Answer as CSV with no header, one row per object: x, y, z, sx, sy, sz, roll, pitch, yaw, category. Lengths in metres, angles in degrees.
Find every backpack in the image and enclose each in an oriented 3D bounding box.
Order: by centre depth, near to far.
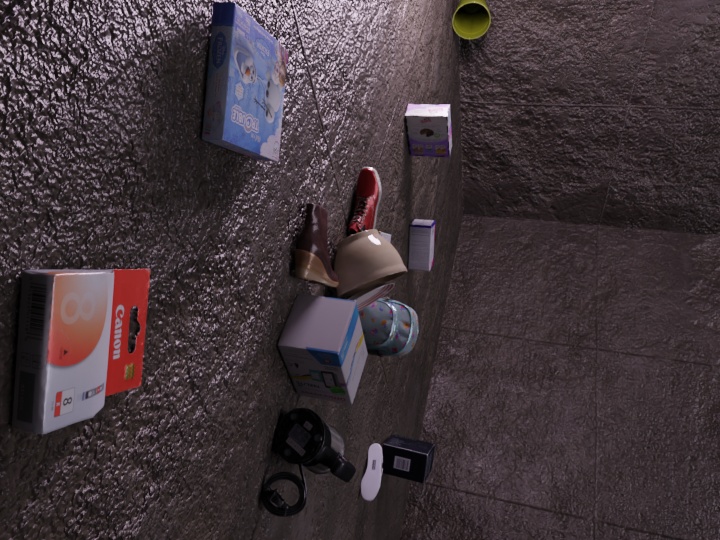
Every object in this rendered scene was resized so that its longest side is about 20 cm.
0.074,0.172,1.724,0.153,0.195,0.180,47,52,-68,backpack

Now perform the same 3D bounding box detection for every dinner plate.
0.003,0.078,1.528,0.025,0.198,0.200,60,13,10,dinner plate

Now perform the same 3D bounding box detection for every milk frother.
-0.130,0.443,1.285,0.198,0.181,0.189,-36,152,-5,milk frother

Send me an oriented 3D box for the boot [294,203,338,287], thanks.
-0.087,-0.054,1.305,0.200,0.071,0.171,26,73,-69,boot

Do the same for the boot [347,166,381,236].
0.005,-0.181,1.594,0.144,0.071,0.205,-48,145,-61,boot

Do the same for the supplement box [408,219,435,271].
0.268,-0.111,2.467,0.101,0.101,0.205,-46,138,-66,supplement box

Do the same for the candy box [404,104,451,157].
0.266,-0.540,2.188,0.202,0.164,0.073,75,26,-51,candy box

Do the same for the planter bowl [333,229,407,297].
0.010,-0.026,1.499,0.137,0.197,0.200,69,15,7,planter bowl

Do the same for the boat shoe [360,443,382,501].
0.048,0.748,2.084,0.068,0.070,0.204,70,23,-53,boat shoe

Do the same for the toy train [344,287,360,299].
0.000,0.000,1.618,0.056,0.041,0.204,129,-20,-87,toy train

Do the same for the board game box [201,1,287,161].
-0.184,-0.298,0.934,0.200,0.042,0.204,-6,102,-74,board game box

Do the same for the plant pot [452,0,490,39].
0.589,-1.368,2.980,0.202,0.195,0.196,75,21,-51,plant pot

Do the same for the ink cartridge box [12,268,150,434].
-0.301,0.082,0.659,0.199,0.049,0.167,-2,98,-71,ink cartridge box

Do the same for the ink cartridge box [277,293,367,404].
-0.079,0.181,1.291,0.202,0.143,0.148,78,24,-46,ink cartridge box

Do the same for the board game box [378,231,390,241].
0.056,-0.024,1.871,0.153,0.039,0.205,4,92,-74,board game box

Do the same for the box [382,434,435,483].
0.199,0.788,2.379,0.196,0.195,0.127,11,88,-73,box
